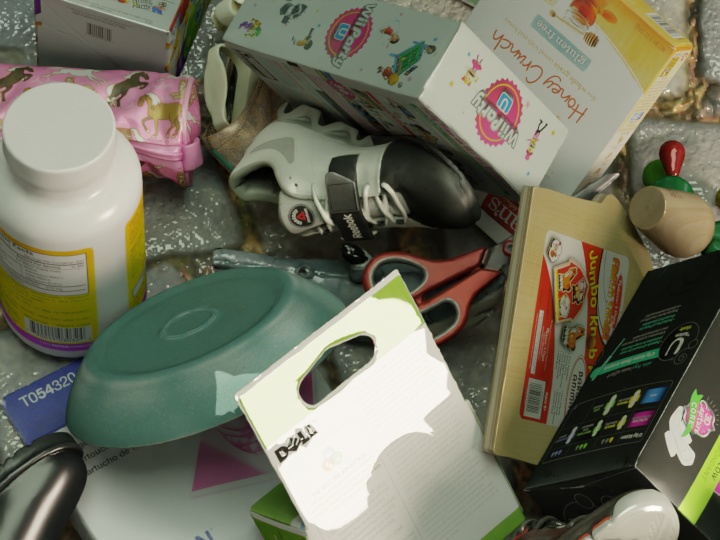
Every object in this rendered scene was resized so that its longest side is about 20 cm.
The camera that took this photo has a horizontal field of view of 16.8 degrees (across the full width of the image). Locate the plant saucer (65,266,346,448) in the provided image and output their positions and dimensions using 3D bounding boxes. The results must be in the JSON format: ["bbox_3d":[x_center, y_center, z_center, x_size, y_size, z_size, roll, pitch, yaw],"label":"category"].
[{"bbox_3d":[-0.107,0.047,1.599,0.199,0.036,0.200,-18,22,8],"label":"plant saucer"}]

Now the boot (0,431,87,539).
[{"bbox_3d":[-0.206,0.224,1.538,0.200,0.076,0.168,-44,69,-10],"label":"boot"}]

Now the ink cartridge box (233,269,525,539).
[{"bbox_3d":[-0.002,0.117,1.569,0.148,0.076,0.201,-37,113,-24],"label":"ink cartridge box"}]

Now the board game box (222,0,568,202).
[{"bbox_3d":[0.023,-0.126,1.675,0.199,0.147,0.065,21,77,43],"label":"board game box"}]

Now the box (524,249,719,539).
[{"bbox_3d":[0.231,0.107,1.611,0.148,0.124,0.200,43,59,-18],"label":"box"}]

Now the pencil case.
[{"bbox_3d":[-0.209,-0.105,1.733,0.198,0.083,0.087,3,70,-1],"label":"pencil case"}]

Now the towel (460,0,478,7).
[{"bbox_3d":[0.092,-0.254,1.792,0.149,0.200,0.031,28,65,10],"label":"towel"}]

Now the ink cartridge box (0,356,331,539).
[{"bbox_3d":[-0.114,0.113,1.646,0.196,0.043,0.200,-28,68,-20],"label":"ink cartridge box"}]

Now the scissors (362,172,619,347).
[{"bbox_3d":[0.094,-0.002,1.655,0.199,0.014,0.074,-20,79,-5],"label":"scissors"}]

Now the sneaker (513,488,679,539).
[{"bbox_3d":[0.122,0.182,1.550,0.077,0.200,0.082,17,44,-31],"label":"sneaker"}]

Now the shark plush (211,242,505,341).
[{"bbox_3d":[0.000,0.000,1.700,0.199,0.083,0.091,21,60,6],"label":"shark plush"}]

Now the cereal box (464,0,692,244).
[{"bbox_3d":[0.124,-0.125,1.734,0.144,0.200,0.039,43,25,19],"label":"cereal box"}]

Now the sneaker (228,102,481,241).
[{"bbox_3d":[-0.007,-0.050,1.667,0.199,0.074,0.089,17,52,42],"label":"sneaker"}]

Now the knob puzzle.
[{"bbox_3d":[0.146,0.046,1.657,0.030,0.220,0.220,4,51,38],"label":"knob puzzle"}]

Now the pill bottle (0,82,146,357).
[{"bbox_3d":[-0.196,-0.035,1.627,0.103,0.200,0.105,2,55,-3],"label":"pill bottle"}]

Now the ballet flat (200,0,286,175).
[{"bbox_3d":[-0.079,-0.162,1.788,0.067,0.068,0.201,28,52,-31],"label":"ballet flat"}]

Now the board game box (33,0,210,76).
[{"bbox_3d":[-0.159,-0.237,1.809,0.104,0.103,0.201,17,60,4],"label":"board game box"}]

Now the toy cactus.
[{"bbox_3d":[0.252,-0.027,1.710,0.102,0.165,0.201,-43,54,21],"label":"toy cactus"}]
